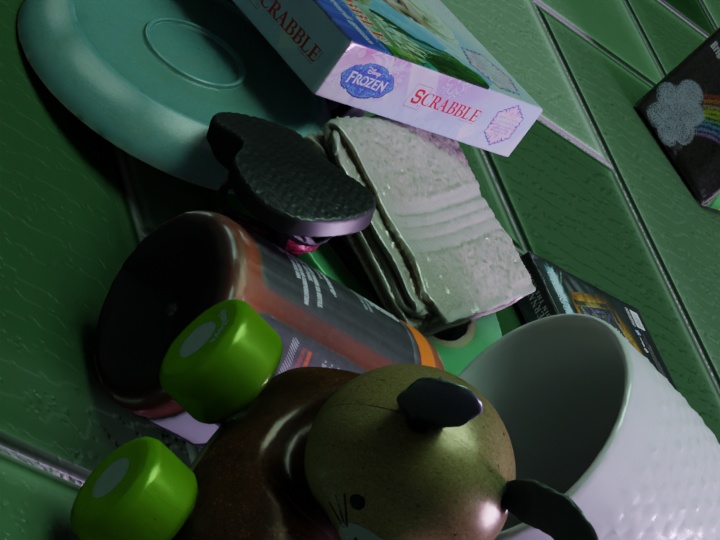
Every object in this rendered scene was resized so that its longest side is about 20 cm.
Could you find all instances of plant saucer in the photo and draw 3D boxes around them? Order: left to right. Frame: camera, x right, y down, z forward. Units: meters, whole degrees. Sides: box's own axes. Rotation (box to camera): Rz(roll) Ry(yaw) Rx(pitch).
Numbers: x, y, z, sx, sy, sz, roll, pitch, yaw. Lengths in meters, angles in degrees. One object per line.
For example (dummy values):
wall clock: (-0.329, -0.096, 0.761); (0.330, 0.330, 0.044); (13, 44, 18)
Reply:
plant saucer: (-0.099, -0.116, 1.445); (0.199, 0.027, 0.201); (22, 30, -14)

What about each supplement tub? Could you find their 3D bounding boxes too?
supplement tub: (-0.029, 0.057, 1.264); (0.200, 0.107, 0.107); (31, 27, -37)

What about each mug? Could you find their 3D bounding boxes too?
mug: (0.133, 0.120, 1.424); (0.175, 0.147, 0.200); (43, 13, -32)

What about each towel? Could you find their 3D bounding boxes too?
towel: (0.038, -0.031, 1.475); (0.133, 0.034, 0.200); (63, 21, 4)

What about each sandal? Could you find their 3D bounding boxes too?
sandal: (-0.042, -0.038, 1.294); (0.075, 0.045, 0.200); (16, 11, -15)

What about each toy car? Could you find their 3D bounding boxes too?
toy car: (0.008, 0.101, 1.087); (0.164, 0.200, 0.158); (45, 56, -22)

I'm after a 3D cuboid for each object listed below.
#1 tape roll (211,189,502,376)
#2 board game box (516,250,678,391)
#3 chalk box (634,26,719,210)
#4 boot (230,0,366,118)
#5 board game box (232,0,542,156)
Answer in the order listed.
tape roll: (0.000, 0.000, 1.492); (0.200, 0.048, 0.201); (40, 23, -20)
board game box: (0.176, 0.086, 1.709); (0.135, 0.028, 0.201); (27, 31, -43)
chalk box: (0.371, -0.157, 2.249); (0.124, 0.200, 0.125); (12, 41, -56)
boot: (-0.079, -0.185, 1.614); (0.162, 0.073, 0.199); (33, 20, -39)
board game box: (-0.010, -0.162, 1.524); (0.199, 0.041, 0.200); (13, 31, -53)
